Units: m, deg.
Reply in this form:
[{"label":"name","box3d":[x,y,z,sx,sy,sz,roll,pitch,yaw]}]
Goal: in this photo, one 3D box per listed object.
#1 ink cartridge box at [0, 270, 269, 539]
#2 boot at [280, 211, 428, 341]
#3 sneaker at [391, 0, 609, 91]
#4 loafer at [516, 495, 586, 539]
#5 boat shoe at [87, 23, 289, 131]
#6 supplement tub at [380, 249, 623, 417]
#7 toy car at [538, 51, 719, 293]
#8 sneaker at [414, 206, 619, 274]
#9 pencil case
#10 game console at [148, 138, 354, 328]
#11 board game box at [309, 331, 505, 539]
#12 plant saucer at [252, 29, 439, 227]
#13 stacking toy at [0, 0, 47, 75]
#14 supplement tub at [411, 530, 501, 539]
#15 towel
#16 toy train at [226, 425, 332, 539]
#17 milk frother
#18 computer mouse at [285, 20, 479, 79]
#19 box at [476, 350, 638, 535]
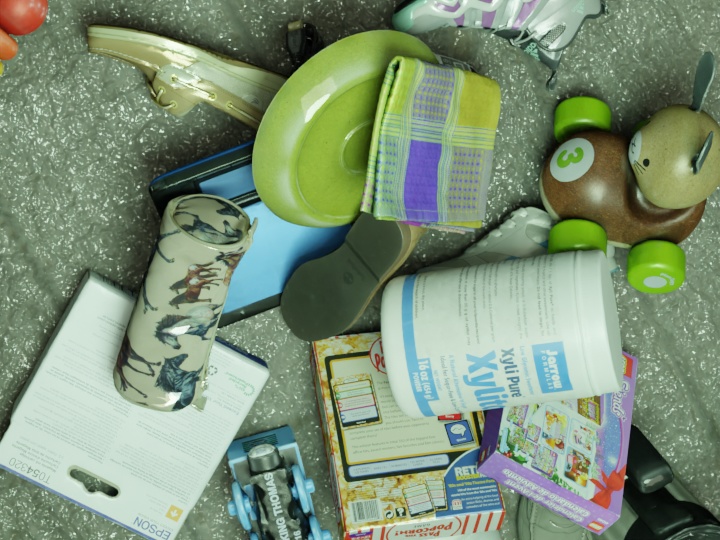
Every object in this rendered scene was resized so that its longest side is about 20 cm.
[{"label":"ink cartridge box","box3d":[-0.217,0.132,1.633,0.195,0.043,0.201,29,98,-15]},{"label":"boot","box3d":[0.000,0.000,1.594,0.074,0.075,0.200,54,132,7]},{"label":"sneaker","box3d":[0.138,-0.223,1.593,0.199,0.078,0.141,-25,105,-3]},{"label":"loafer","box3d":[0.194,0.227,1.711,0.069,0.070,0.202,-4,103,-9]},{"label":"boat shoe","box3d":[-0.155,-0.170,1.557,0.198,0.074,0.067,16,94,-13]},{"label":"supplement tub","box3d":[0.127,0.057,1.545,0.198,0.132,0.133,-8,105,14]},{"label":"toy car","box3d":[0.263,-0.102,1.552,0.157,0.200,0.165,13,61,-13]},{"label":"sneaker","box3d":[0.143,-0.015,1.651,0.198,0.077,0.081,-11,88,-8]},{"label":"pencil case","box3d":[-0.154,0.029,1.531,0.089,0.078,0.201,15,119,-11]},{"label":"game console","box3d":[-0.077,-0.045,1.582,0.199,0.171,0.119,-21,79,-5]},{"label":"board game box","box3d":[0.041,0.151,1.615,0.150,0.046,0.201,-6,59,-8]},{"label":"plant saucer","box3d":[-0.001,-0.114,1.514,0.199,0.031,0.201,-22,137,-22]},{"label":"stacking toy","box3d":[-0.349,-0.177,1.522,0.085,0.085,0.200,40,90,-16]},{"label":"supplement tub","box3d":[0.081,0.318,1.674,0.143,0.144,0.201,-19,105,-5]},{"label":"towel","box3d":[0.067,-0.108,1.507,0.023,0.200,0.145,11,93,30]},{"label":"toy train","box3d":[-0.072,0.251,1.648,0.086,0.114,0.202,-15,105,-3]},{"label":"milk frother","box3d":[0.337,0.235,1.676,0.198,0.188,0.182,-6,105,-9]},{"label":"computer mouse","box3d":[0.023,-0.171,1.584,0.198,0.110,0.044,10,126,-20]},{"label":"box","box3d":[0.188,0.134,1.629,0.136,0.201,0.039,28,134,-12]}]
